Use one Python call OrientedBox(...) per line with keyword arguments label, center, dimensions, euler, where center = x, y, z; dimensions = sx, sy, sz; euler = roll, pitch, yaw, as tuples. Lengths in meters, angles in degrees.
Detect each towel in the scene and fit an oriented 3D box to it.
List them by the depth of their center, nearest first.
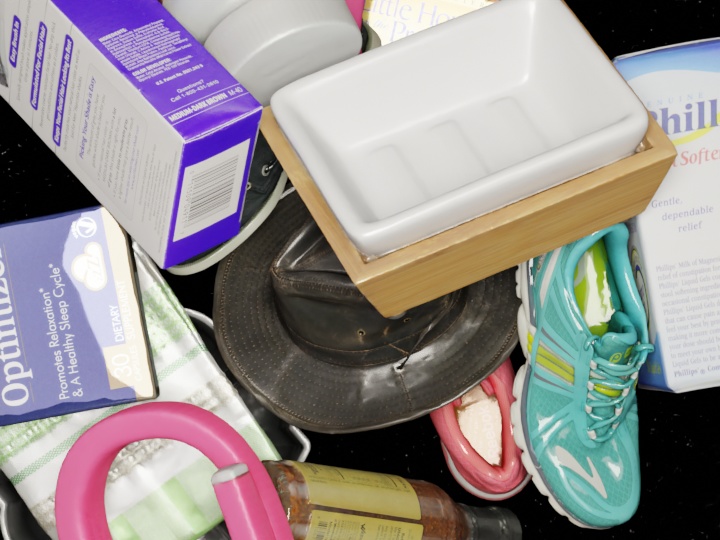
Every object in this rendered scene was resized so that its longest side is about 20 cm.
OrientedBox(label="towel", center=(-0.156, 0.082, 1.627), dimensions=(0.149, 0.031, 0.200), euler=(-34, 91, 1))

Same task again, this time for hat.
OrientedBox(label="hat", center=(0.000, 0.000, 1.593), dimensions=(0.200, 0.081, 0.201), euler=(-4, 69, 11))

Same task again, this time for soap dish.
OrientedBox(label="soap dish", center=(0.059, -0.066, 1.523), dimensions=(0.200, 0.081, 0.157), euler=(-22, 46, -11))

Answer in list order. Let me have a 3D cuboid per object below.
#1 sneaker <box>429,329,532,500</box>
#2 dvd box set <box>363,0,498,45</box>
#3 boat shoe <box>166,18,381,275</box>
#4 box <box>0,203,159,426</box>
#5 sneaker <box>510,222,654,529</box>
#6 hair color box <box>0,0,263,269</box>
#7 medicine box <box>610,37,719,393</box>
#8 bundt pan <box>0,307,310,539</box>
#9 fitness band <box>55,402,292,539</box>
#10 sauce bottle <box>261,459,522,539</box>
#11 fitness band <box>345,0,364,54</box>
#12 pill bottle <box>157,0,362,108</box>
OrientedBox(label="sneaker", center=(0.064, 0.046, 1.641), dimensions=(0.074, 0.087, 0.200), euler=(-21, 89, 0))
OrientedBox(label="dvd box set", center=(0.044, -0.080, 1.700), dimensions=(0.146, 0.029, 0.200), euler=(12, 90, 0))
OrientedBox(label="boat shoe", center=(-0.069, -0.090, 1.638), dimensions=(0.199, 0.066, 0.074), euler=(-48, 45, -5))
OrientedBox(label="box", center=(-0.229, 0.035, 1.595), dimensions=(0.200, 0.032, 0.121), euler=(-11, 92, 1))
OrientedBox(label="sneaker", center=(0.134, 0.057, 1.566), dimensions=(0.077, 0.080, 0.200), euler=(-11, 98, -25))
OrientedBox(label="hair color box", center=(-0.146, -0.109, 1.568), dimensions=(0.065, 0.109, 0.200), euler=(-28, 59, -33))
OrientedBox(label="medicine box", center=(0.208, -0.033, 1.624), dimensions=(0.103, 0.182, 0.200), euler=(-10, 89, -1))
OrientedBox(label="bundt pan", center=(-0.131, 0.122, 1.673), dimensions=(0.202, 0.076, 0.202), euler=(0, 88, 0))
OrientedBox(label="fitness band", center=(-0.105, 0.176, 1.559), dimensions=(0.144, 0.037, 0.200), euler=(-16, 93, 31))
OrientedBox(label="sauce bottle", center=(0.014, 0.158, 1.634), dimensions=(0.200, 0.066, 0.066), euler=(14, 89, -38))
OrientedBox(label="fitness band", center=(0.049, -0.160, 1.638), dimensions=(0.143, 0.037, 0.200), euler=(16, 69, -18))
OrientedBox(label="pill bottle", center=(-0.081, -0.199, 1.585), dimensions=(0.109, 0.110, 0.200), euler=(-26, 69, -1))
